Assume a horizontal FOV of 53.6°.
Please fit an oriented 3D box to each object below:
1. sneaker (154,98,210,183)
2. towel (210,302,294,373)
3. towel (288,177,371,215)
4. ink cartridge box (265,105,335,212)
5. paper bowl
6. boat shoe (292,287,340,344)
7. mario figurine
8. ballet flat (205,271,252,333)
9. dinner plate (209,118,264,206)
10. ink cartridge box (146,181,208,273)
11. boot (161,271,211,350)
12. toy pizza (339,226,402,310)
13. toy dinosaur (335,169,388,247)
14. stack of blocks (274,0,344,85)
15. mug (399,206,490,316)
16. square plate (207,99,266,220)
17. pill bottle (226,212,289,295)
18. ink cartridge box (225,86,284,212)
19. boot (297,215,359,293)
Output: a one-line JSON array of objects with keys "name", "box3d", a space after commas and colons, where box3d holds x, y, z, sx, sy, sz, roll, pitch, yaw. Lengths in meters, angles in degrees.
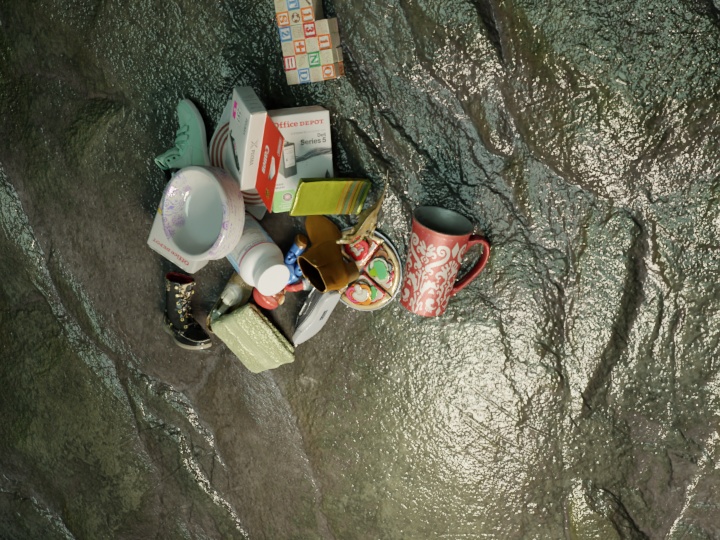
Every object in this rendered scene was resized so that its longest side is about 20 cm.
[{"name": "sneaker", "box3d": [-0.414, -0.291, 1.623, 0.073, 0.116, 0.206, -16, 86, 53]}, {"name": "towel", "box3d": [-0.265, 0.174, 1.770, 0.146, 0.037, 0.201, -23, 121, 24]}, {"name": "towel", "box3d": [-0.062, -0.156, 1.524, 0.018, 0.197, 0.088, 40, 122, 36]}, {"name": "ink cartridge box", "box3d": [-0.137, -0.242, 1.539, 0.141, 0.084, 0.206, -10, 110, -16]}, {"name": "paper bowl", "box3d": [-0.335, -0.126, 1.570, 0.196, 0.103, 0.207, 2, 95, 32]}, {"name": "boat shoe", "box3d": [-0.117, 0.095, 1.700, 0.068, 0.071, 0.202, 52, 132, 23]}, {"name": "mario figurine", "box3d": [-0.180, 0.007, 1.702, 0.200, 0.105, 0.125, -44, 55, 18]}, {"name": "ballet flat", "box3d": [-0.328, 0.084, 1.777, 0.070, 0.065, 0.202, 34, 117, 6]}, {"name": "dinner plate", "box3d": [-0.253, -0.247, 1.619, 0.195, 0.024, 0.206, 7, 110, 19]}, {"name": "ink cartridge box", "box3d": [-0.414, -0.120, 1.723, 0.143, 0.087, 0.203, 31, 115, 8]}, {"name": "boot", "box3d": [-0.440, 0.102, 1.797, 0.198, 0.072, 0.155, 26, 117, 46]}, {"name": "toy pizza", "box3d": [0.000, 0.000, 1.640, 0.195, 0.032, 0.206, 7, 111, 18]}, {"name": "toy dinosaur", "box3d": [0.019, -0.114, 1.554, 0.058, 0.202, 0.101, 35, 160, 2]}, {"name": "stack of blocks", "box3d": [-0.107, -0.500, 1.483, 0.112, 0.059, 0.206, -2, 108, 21]}, {"name": "mug", "box3d": [0.173, -0.009, 1.519, 0.173, 0.133, 0.205, 20, 118, 14]}, {"name": "square plate", "box3d": [-0.262, -0.255, 1.649, 0.196, 0.028, 0.202, 37, 117, 6]}, {"name": "pill bottle", "box3d": [-0.243, -0.037, 1.629, 0.200, 0.107, 0.111, 47, 124, 37]}, {"name": "ink cartridge box", "box3d": [-0.226, -0.248, 1.494, 0.175, 0.043, 0.203, 57, 146, 33]}, {"name": "boot", "box3d": [-0.095, -0.044, 1.575, 0.071, 0.143, 0.203, -47, 70, 31]}]
